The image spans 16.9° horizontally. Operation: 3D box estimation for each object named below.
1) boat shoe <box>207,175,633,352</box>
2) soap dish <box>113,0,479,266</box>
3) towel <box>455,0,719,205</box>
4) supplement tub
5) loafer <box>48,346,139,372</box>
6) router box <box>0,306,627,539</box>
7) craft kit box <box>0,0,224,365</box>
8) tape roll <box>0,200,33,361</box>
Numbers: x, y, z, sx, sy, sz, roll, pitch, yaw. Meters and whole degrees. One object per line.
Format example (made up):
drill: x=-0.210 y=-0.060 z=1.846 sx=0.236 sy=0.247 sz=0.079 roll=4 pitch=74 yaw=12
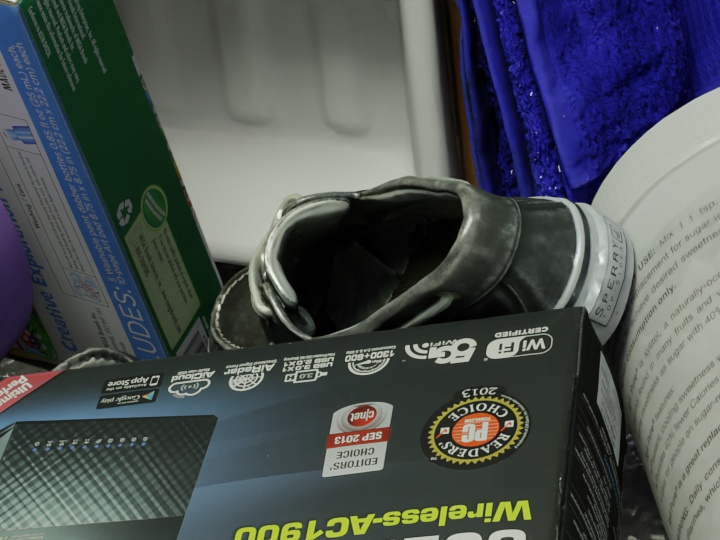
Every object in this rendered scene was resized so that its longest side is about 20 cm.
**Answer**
boat shoe: x=0.000 y=0.000 z=0.766 sx=0.200 sy=0.071 sz=0.072 roll=-17 pitch=53 yaw=53
soap dish: x=-0.043 y=-0.080 z=0.859 sx=0.199 sy=0.158 sz=0.081 roll=6 pitch=35 yaw=21
towel: x=0.107 y=-0.109 z=0.805 sx=0.049 sy=0.148 sz=0.200 roll=6 pitch=27 yaw=46
supplement tub: x=0.148 y=0.052 z=0.696 sx=0.131 sy=0.132 sz=0.201 roll=-16 pitch=48 yaw=2
loafer: x=-0.129 y=0.097 z=0.777 sx=0.068 sy=0.071 sz=0.201 roll=20 pitch=58 yaw=29
router box: x=-0.030 y=0.091 z=0.669 sx=0.199 sy=0.062 sz=0.150 roll=-8 pitch=39 yaw=16
craft kit box: x=-0.155 y=-0.050 z=0.827 sx=0.197 sy=0.200 sz=0.049 roll=13 pitch=54 yaw=24
tape roll: x=-0.210 y=-0.017 z=0.812 sx=0.199 sy=0.200 sz=0.066 roll=16 pitch=56 yaw=28
